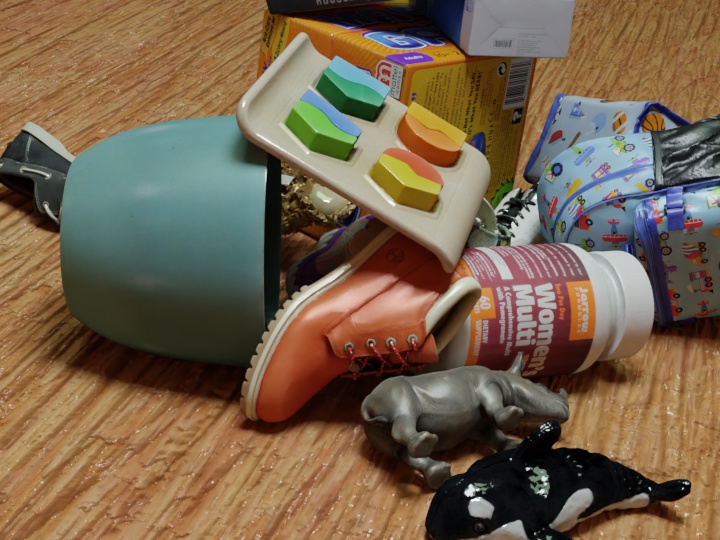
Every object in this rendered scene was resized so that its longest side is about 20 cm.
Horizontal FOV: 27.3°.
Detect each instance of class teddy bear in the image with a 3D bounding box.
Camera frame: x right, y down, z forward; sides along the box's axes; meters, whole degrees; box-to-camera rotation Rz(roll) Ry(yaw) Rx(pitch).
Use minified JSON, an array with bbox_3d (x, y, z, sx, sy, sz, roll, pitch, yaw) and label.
[{"bbox_3d":[-0.089,-0.064,1.377,0.197,0.067,0.146,-14,40,8],"label":"teddy bear"}]

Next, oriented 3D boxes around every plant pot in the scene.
[{"bbox_3d":[-0.146,-0.024,1.162,0.158,0.203,0.201,1,23,1],"label":"plant pot"}]

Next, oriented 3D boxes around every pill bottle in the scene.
[{"bbox_3d":[0.137,0.034,1.222,0.197,0.111,0.110,-4,26,-26],"label":"pill bottle"}]

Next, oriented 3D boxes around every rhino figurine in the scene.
[{"bbox_3d":[0.085,0.104,1.109,0.198,0.061,0.087,-9,31,-38],"label":"rhino figurine"}]

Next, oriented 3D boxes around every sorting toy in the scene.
[{"bbox_3d":[0.013,-0.101,1.143,0.199,0.037,0.186,35,29,-4],"label":"sorting toy"}]

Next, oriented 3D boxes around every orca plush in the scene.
[{"bbox_3d":[0.139,0.142,1.022,0.197,0.072,0.105,2,24,-15],"label":"orca plush"}]

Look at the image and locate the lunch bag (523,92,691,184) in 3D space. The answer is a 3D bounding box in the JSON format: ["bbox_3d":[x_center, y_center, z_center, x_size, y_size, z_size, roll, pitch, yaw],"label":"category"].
[{"bbox_3d":[0.302,-0.098,1.530,0.198,0.125,0.170,27,-3,-27],"label":"lunch bag"}]

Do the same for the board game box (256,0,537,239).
[{"bbox_3d":[0.028,-0.147,1.484,0.199,0.203,0.198,27,29,37],"label":"board game box"}]

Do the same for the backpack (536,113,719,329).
[{"bbox_3d":[0.264,-0.037,1.356,0.197,0.184,0.136,-7,45,8],"label":"backpack"}]

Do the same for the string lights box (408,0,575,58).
[{"bbox_3d":[0.123,-0.265,1.455,0.101,0.060,0.200,-1,25,-17],"label":"string lights box"}]

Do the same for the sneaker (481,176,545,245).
[{"bbox_3d":[0.141,-0.038,1.429,0.073,0.081,0.199,20,27,25],"label":"sneaker"}]

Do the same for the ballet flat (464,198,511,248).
[{"bbox_3d":[0.069,-0.048,1.242,0.074,0.075,0.200,26,-5,35],"label":"ballet flat"}]

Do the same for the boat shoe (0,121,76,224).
[{"bbox_3d":[-0.271,-0.066,1.389,0.199,0.072,0.068,33,69,32],"label":"boat shoe"}]

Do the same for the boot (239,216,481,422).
[{"bbox_3d":[0.000,0.052,1.103,0.107,0.075,0.200,39,76,23],"label":"boot"}]

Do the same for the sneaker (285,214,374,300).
[{"bbox_3d":[0.000,0.000,1.253,0.088,0.081,0.200,-29,13,21],"label":"sneaker"}]

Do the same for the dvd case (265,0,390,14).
[{"bbox_3d":[0.021,-0.296,1.442,0.197,0.025,0.151,-4,30,19],"label":"dvd case"}]
